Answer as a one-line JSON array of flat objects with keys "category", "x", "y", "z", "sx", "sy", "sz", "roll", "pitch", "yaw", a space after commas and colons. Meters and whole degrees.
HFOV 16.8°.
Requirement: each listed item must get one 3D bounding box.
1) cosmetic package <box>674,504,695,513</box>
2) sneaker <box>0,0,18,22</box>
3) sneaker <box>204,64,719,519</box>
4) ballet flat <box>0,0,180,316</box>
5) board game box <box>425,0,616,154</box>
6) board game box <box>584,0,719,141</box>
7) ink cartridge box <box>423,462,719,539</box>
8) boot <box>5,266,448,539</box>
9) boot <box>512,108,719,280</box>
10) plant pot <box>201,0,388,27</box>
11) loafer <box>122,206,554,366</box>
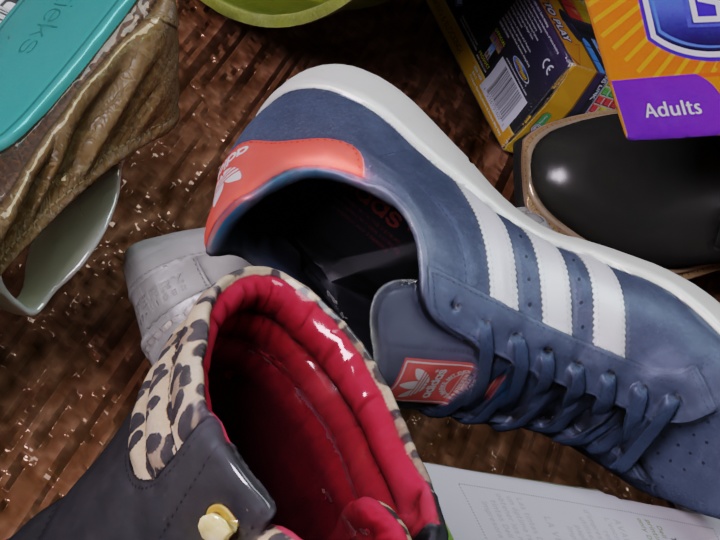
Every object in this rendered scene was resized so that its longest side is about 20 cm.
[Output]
[{"category": "cosmetic package", "x": 0.213, "y": 0.046, "z": 0.865, "sx": 0.101, "sy": 0.200, "sz": 0.071, "roll": 17, "pitch": 37, "yaw": -35}, {"category": "sneaker", "x": -0.142, "y": -0.060, "z": 0.732, "sx": 0.199, "sy": 0.076, "sz": 0.088, "roll": -6, "pitch": 52, "yaw": -51}, {"category": "sneaker", "x": 0.038, "y": 0.024, "z": 0.726, "sx": 0.199, "sy": 0.075, "sz": 0.085, "roll": 33, "pitch": 39, "yaw": 5}, {"category": "ballet flat", "x": -0.114, "y": -0.008, "z": 0.684, "sx": 0.068, "sy": 0.073, "sz": 0.200, "roll": 12, "pitch": 47, "yaw": 35}, {"category": "board game box", "x": 0.104, "y": -0.123, "z": 1.120, "sx": 0.165, "sy": 0.057, "sz": 0.201, "roll": 12, "pitch": 40, "yaw": -38}, {"category": "board game box", "x": 0.197, "y": -0.185, "z": 0.885, "sx": 0.200, "sy": 0.199, "sz": 0.201, "roll": -45, "pitch": 124, "yaw": -45}, {"category": "ink cartridge box", "x": 0.083, "y": 0.144, "z": 0.714, "sx": 0.199, "sy": 0.076, "sz": 0.148, "roll": 14, "pitch": 38, "yaw": -40}, {"category": "boot", "x": -0.043, "y": 0.108, "z": 0.537, "sx": 0.073, "sy": 0.151, "sz": 0.201, "roll": 23, "pitch": 33, "yaw": -26}, {"category": "boot", "x": 0.175, "y": -0.044, "z": 0.976, "sx": 0.199, "sy": 0.138, "sz": 0.078, "roll": 4, "pitch": 73, "yaw": -25}, {"category": "plant pot", "x": 0.036, "y": -0.201, "z": 0.973, "sx": 0.192, "sy": 0.201, "sz": 0.201, "roll": -7, "pitch": 53, "yaw": -42}, {"category": "loafer", "x": 0.000, "y": 0.000, "z": 0.819, "sx": 0.200, "sy": 0.070, "sz": 0.070, "roll": -13, "pitch": 67, "yaw": -54}]
